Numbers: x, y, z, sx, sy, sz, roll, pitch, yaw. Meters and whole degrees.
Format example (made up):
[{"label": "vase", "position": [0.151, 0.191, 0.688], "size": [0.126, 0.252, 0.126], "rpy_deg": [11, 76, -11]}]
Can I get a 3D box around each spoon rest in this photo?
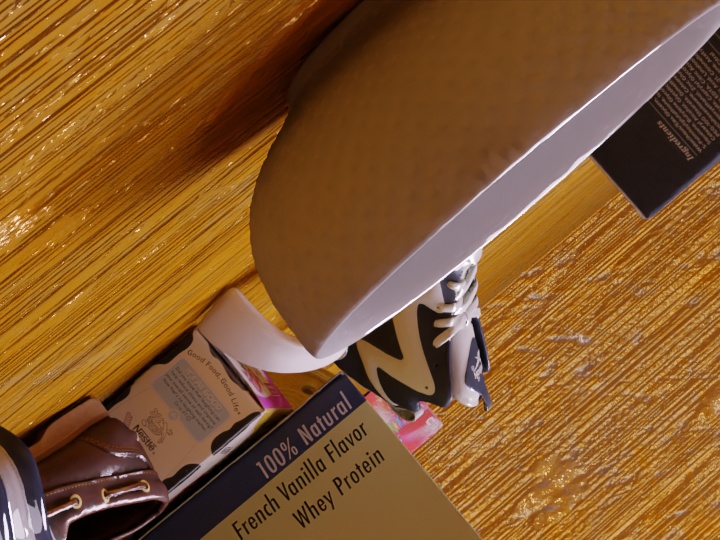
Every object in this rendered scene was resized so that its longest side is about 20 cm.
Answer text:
[{"label": "spoon rest", "position": [0.000, 0.000, 1.228], "size": [0.200, 0.061, 0.099], "rpy_deg": [-35, 173, -42]}]

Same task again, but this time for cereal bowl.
[{"label": "cereal bowl", "position": [0.035, -0.062, 0.815], "size": [0.200, 0.083, 0.200], "rpy_deg": [-40, 175, -4]}]

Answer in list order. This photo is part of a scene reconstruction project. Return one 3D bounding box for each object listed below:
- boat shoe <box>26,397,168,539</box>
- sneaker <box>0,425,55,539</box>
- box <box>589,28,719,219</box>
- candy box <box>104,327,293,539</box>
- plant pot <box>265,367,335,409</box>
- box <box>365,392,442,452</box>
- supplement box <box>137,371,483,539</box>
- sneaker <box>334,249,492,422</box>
[{"label": "boat shoe", "position": [-0.162, 0.124, 1.065], "size": [0.070, 0.070, 0.200], "rpy_deg": [-43, 173, 39]}, {"label": "sneaker", "position": [-0.191, 0.131, 0.899], "size": [0.108, 0.070, 0.200], "rpy_deg": [-32, 168, -46]}, {"label": "box", "position": [0.232, -0.148, 1.383], "size": [0.148, 0.107, 0.200], "rpy_deg": [-36, 173, -45]}, {"label": "candy box", "position": [-0.135, 0.118, 1.247], "size": [0.200, 0.061, 0.136], "rpy_deg": [-41, 174, 2]}, {"label": "plant pot", "position": [-0.059, 0.139, 1.429], "size": [0.200, 0.200, 0.142], "rpy_deg": [-34, 147, -49]}, {"label": "box", "position": [0.006, 0.236, 3.090], "size": [0.200, 0.103, 0.095], "rpy_deg": [-41, 175, -2]}, {"label": "supplement box", "position": [-0.030, 0.203, 1.260], "size": [0.200, 0.200, 0.134], "rpy_deg": [-39, 176, -17]}, {"label": "sneaker", "position": [0.063, 0.024, 1.503], "size": [0.199, 0.130, 0.079], "rpy_deg": [-43, 175, 25]}]
